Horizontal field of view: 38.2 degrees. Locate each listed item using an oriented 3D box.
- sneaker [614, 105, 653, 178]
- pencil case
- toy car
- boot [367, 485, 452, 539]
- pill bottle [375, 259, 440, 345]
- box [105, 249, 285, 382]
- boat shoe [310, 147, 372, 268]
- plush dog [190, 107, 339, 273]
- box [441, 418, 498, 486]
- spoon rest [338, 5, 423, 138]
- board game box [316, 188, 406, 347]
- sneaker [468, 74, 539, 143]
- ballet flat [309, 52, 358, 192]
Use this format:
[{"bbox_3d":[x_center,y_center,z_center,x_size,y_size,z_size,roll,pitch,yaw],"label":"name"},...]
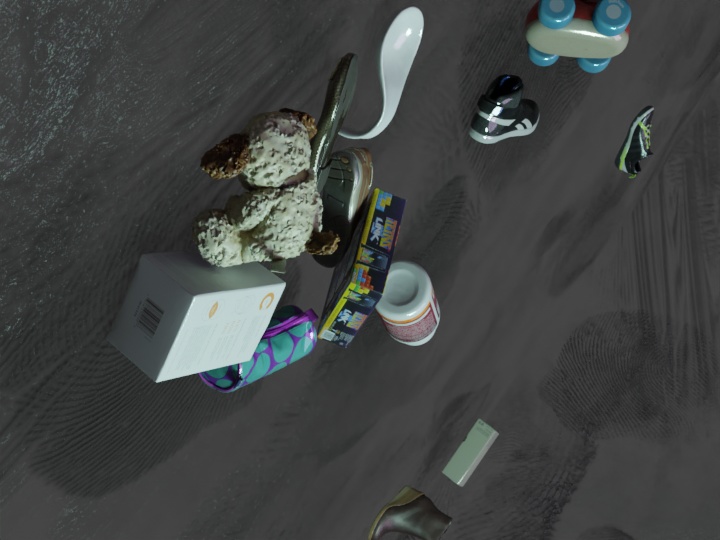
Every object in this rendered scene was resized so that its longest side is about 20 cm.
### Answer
[{"bbox_3d":[0.746,-0.339,2.746,0.071,0.082,0.202,-32,148,-45],"label":"sneaker"},{"bbox_3d":[-0.149,0.113,1.534,0.199,0.085,0.093,-22,156,-55],"label":"pencil case"},{"bbox_3d":[0.376,-0.471,1.770,0.184,0.174,0.203,78,21,-77],"label":"toy car"},{"bbox_3d":[0.133,0.691,2.803,0.200,0.165,0.073,-43,155,-27],"label":"boot"},{"bbox_3d":[0.088,0.068,1.920,0.113,0.112,0.200,-50,157,-11],"label":"pill bottle"},{"bbox_3d":[-0.204,0.050,1.318,0.199,0.097,0.126,-6,127,-61],"label":"box"},{"bbox_3d":[-0.022,-0.092,1.529,0.072,0.075,0.202,-32,150,-47],"label":"boat shoe"},{"bbox_3d":[-0.105,-0.108,1.274,0.199,0.159,0.174,-35,125,-43],"label":"plush dog"},{"bbox_3d":[0.335,0.554,3.159,0.201,0.068,0.082,-54,157,-4],"label":"box"},{"bbox_3d":[0.035,-0.265,1.421,0.099,0.060,0.202,-15,135,-58],"label":"spoon rest"},{"bbox_3d":[0.000,0.000,1.562,0.200,0.056,0.167,123,-15,-60],"label":"board game box"},{"bbox_3d":[0.277,-0.300,1.851,0.199,0.073,0.113,-29,147,-46],"label":"sneaker"},{"bbox_3d":[-0.048,-0.195,1.377,0.067,0.046,0.202,-45,157,-61],"label":"ballet flat"}]
